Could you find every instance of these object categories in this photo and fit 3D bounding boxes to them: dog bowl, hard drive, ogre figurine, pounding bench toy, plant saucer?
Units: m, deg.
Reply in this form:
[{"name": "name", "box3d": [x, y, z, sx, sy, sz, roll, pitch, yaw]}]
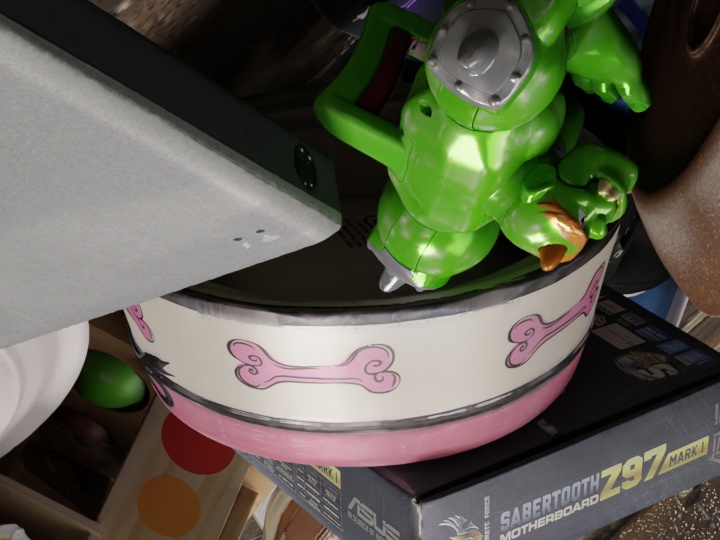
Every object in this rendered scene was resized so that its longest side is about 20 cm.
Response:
[{"name": "dog bowl", "box3d": [0.000, 0.000, 0.841, 0.199, 0.199, 0.074, -26, 124, -38]}, {"name": "hard drive", "box3d": [-0.112, -0.031, 0.634, 0.139, 0.033, 0.200, -18, 157, 23]}, {"name": "ogre figurine", "box3d": [0.052, -0.063, 0.706, 0.120, 0.098, 0.200, -48, -173, -27]}, {"name": "pounding bench toy", "box3d": [-0.145, 0.091, 0.964, 0.124, 0.199, 0.157, -53, -169, 53]}, {"name": "plant saucer", "box3d": [0.131, -0.086, 0.746, 0.200, 0.036, 0.202, -162, -90, -81]}]

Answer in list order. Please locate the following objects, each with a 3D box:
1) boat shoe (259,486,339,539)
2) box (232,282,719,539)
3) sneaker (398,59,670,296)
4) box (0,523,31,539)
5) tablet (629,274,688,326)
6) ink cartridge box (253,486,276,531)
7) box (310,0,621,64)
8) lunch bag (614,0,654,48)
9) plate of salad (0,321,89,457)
[{"name": "boat shoe", "box3d": [-0.013, 0.145, 1.015, 0.075, 0.072, 0.200, 3, 142, -27]}, {"name": "box", "box3d": [0.029, 0.041, 0.894, 0.157, 0.200, 0.051, -19, 122, -28]}, {"name": "sneaker", "box3d": [0.104, -0.037, 0.978, 0.200, 0.111, 0.074, 36, 76, -39]}, {"name": "box", "box3d": [-0.176, 0.162, 0.904, 0.199, 0.137, 0.040, -9, -136, 36]}, {"name": "tablet", "box3d": [0.144, -0.004, 1.123, 0.130, 0.014, 0.201, -42, -160, 56]}, {"name": "ink cartridge box", "box3d": [0.015, 0.038, 1.229, 0.175, 0.084, 0.200, -30, 163, -25]}, {"name": "box", "box3d": [0.054, -0.142, 0.786, 0.141, 0.079, 0.200, -39, 166, 15]}, {"name": "lunch bag", "box3d": [0.205, -0.098, 1.026, 0.161, 0.201, 0.082, -45, 163, 27]}, {"name": "plate of salad", "box3d": [-0.194, 0.038, 0.795, 0.198, 0.048, 0.201, -17, 150, -10]}]
